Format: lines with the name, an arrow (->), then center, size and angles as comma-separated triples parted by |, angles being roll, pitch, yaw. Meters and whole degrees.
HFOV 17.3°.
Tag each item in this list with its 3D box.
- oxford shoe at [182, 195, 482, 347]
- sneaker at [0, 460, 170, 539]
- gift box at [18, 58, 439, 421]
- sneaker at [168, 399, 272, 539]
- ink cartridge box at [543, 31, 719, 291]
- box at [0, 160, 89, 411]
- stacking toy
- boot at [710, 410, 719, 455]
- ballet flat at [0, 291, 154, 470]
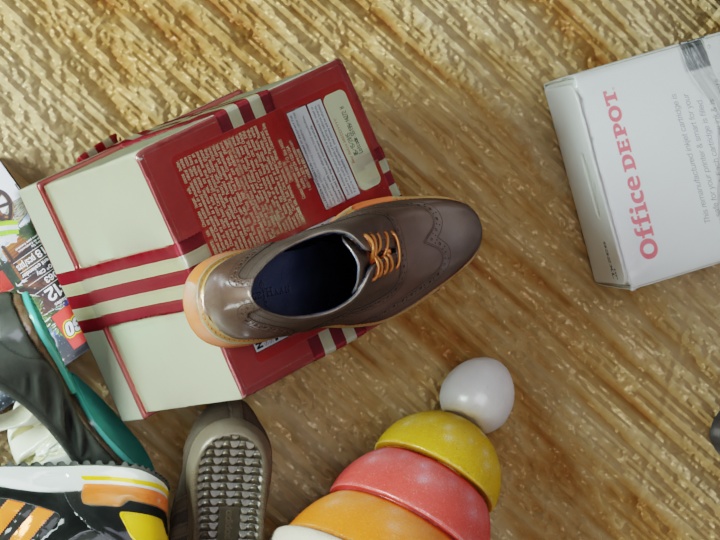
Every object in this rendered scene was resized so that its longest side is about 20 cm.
oxford shoe -> 0.000, 0.000, 1.352 | 0.200, 0.073, 0.071 | -21, 94, -32
sneaker -> -0.216, 0.170, 1.448 | 0.200, 0.070, 0.090 | -4, 64, 4
gift box -> -0.073, -0.015, 1.462 | 0.200, 0.187, 0.185 | -22, 96, -33
sneaker -> -0.093, 0.176, 1.523 | 0.070, 0.076, 0.200 | 11, 111, -9
ink cartridge box -> 0.239, -0.083, 1.564 | 0.200, 0.084, 0.145 | -16, 94, -10
box -> -0.274, 0.038, 1.497 | 0.200, 0.038, 0.137 | -36, 97, -8
stacking toy -> 0.046, 0.143, 1.528 | 0.146, 0.146, 0.200 | 37, 68, -9
boot -> 0.334, 0.144, 1.526 | 0.188, 0.200, 0.068 | 39, 84, -8
ballet flat -> -0.196, 0.085, 1.464 | 0.068, 0.068, 0.200 | -29, 136, 0
